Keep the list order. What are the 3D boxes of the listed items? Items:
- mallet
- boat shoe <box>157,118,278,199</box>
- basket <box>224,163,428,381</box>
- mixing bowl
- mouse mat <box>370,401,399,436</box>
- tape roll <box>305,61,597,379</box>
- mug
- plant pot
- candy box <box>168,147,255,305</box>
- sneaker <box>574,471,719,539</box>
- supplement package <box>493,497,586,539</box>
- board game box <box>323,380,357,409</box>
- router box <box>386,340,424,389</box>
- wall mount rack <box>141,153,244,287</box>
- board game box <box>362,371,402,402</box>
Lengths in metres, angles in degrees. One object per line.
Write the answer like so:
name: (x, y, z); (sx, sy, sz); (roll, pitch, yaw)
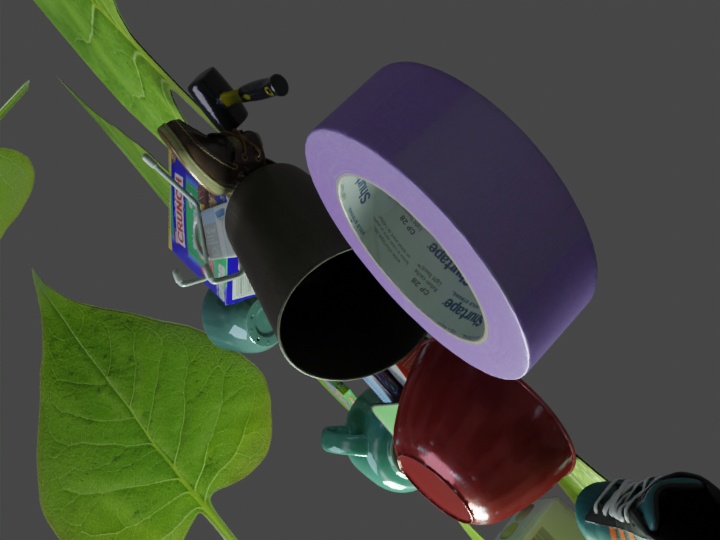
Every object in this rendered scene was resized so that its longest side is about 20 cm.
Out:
mallet: (-0.121, -0.178, 0.642); (0.066, 0.041, 0.199); (49, 164, -19)
boat shoe: (-0.133, -0.119, 0.689); (0.072, 0.072, 0.200); (47, -174, 23)
basket: (-0.046, -0.012, 0.640); (0.177, 0.139, 0.200); (9, -156, -41)
mixing bowl: (0.106, 0.180, 0.673); (0.198, 0.109, 0.202); (36, 155, 19)
mouse mat: (0.118, 0.216, 0.835); (0.197, 0.008, 0.162); (-17, 119, 45)
tape roll: (0.052, -0.027, 0.426); (0.200, 0.065, 0.201); (47, 167, 13)
mug: (0.049, 0.263, 1.004); (0.155, 0.183, 0.114); (60, 161, -11)
plant pot: (-0.270, 0.112, 1.647); (0.159, 0.202, 0.202); (9, 142, 48)
candy box: (-0.210, -0.077, 0.963); (0.199, 0.075, 0.174); (36, 128, 44)
sneaker: (0.215, 0.174, 0.468); (0.081, 0.071, 0.199); (54, 162, -9)
supplement package: (0.240, 0.380, 0.861); (0.109, 0.114, 0.201); (42, 166, 15)
board game box: (-0.059, 0.371, 2.032); (0.199, 0.029, 0.136); (30, 158, 55)
router box: (0.040, 0.111, 0.897); (0.181, 0.049, 0.199); (55, 166, -24)
wall mount rack: (-0.205, -0.072, 0.827); (0.198, 0.073, 0.179); (-4, 98, 56)
board game box: (0.000, 0.124, 0.916); (0.200, 0.019, 0.103); (47, 166, 8)
